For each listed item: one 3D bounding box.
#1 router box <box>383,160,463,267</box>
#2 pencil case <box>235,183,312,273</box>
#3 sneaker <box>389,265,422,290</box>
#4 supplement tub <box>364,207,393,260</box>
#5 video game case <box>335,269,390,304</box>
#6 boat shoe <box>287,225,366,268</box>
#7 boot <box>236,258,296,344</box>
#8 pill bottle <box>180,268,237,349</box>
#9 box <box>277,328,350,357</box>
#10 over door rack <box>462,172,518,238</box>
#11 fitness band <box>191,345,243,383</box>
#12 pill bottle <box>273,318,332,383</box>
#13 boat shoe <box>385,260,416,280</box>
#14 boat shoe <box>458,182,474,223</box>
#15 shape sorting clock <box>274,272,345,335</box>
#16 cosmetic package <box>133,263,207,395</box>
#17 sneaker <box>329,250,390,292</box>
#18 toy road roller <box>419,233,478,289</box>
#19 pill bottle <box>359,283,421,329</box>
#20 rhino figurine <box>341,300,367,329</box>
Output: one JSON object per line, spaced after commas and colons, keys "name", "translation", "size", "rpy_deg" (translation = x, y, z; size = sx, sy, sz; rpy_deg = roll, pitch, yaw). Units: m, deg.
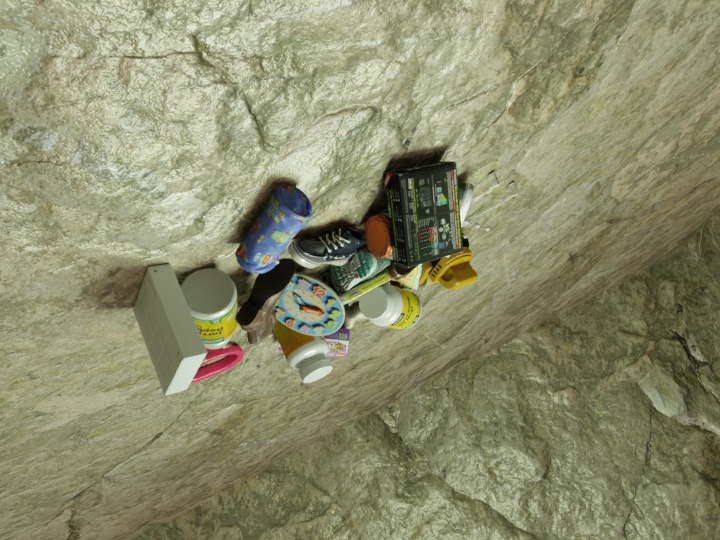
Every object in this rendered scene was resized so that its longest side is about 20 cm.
{"name": "router box", "translation": [0.135, -0.120, 1.236], "size": [0.150, 0.201, 0.062], "rpy_deg": [-15, -162, -27]}
{"name": "pencil case", "translation": [-0.163, -0.073, 1.118], "size": [0.087, 0.078, 0.200], "rpy_deg": [22, 133, -24]}
{"name": "sneaker", "translation": [0.117, -0.008, 1.586], "size": [0.090, 0.078, 0.200], "rpy_deg": [-3, 142, -2]}
{"name": "supplement tub", "translation": [0.116, -0.092, 1.344], "size": [0.200, 0.123, 0.123], "rpy_deg": [-13, 153, -31]}
{"name": "video game case", "translation": [-0.011, 0.046, 1.503], "size": [0.180, 0.026, 0.200], "rpy_deg": [-28, -176, -2]}
{"name": "boat shoe", "translation": [-0.068, -0.060, 1.273], "size": [0.093, 0.075, 0.200], "rpy_deg": [-41, 163, 25]}
{"name": "boot", "translation": [-0.205, 0.075, 1.330], "size": [0.187, 0.064, 0.200], "rpy_deg": [-50, 168, -15]}
{"name": "pill bottle", "translation": [-0.316, 0.090, 1.239], "size": [0.113, 0.113, 0.200], "rpy_deg": [-20, 156, -21]}
{"name": "box", "translation": [-0.132, 0.195, 1.640], "size": [0.199, 0.039, 0.137], "rpy_deg": [6, 151, -2]}
{"name": "over door rack", "translation": [0.308, -0.153, 1.508], "size": [0.200, 0.067, 0.148], "rpy_deg": [-40, 155, 25]}
{"name": "fitness band", "translation": [-0.410, 0.247, 1.562], "size": [0.200, 0.037, 0.144], "rpy_deg": [-18, 158, -21]}
{"name": "pill bottle", "translation": [-0.150, 0.181, 1.503], "size": [0.111, 0.200, 0.111], "rpy_deg": [-24, 156, -11]}
{"name": "boat shoe", "translation": [0.130, -0.049, 1.441], "size": [0.070, 0.070, 0.200], "rpy_deg": [-23, -160, 44]}
{"name": "boat shoe", "translation": [0.219, -0.125, 1.418], "size": [0.056, 0.069, 0.200], "rpy_deg": [14, 122, -1]}
{"name": "shape sorting clock", "translation": [-0.133, 0.084, 1.380], "size": [0.200, 0.200, 0.039], "rpy_deg": [-49, -168, 39]}
{"name": "cosmetic package", "translation": [-0.366, 0.112, 1.115], "size": [0.052, 0.200, 0.151], "rpy_deg": [-12, 152, -37]}
{"name": "sneaker", "translation": [0.000, 0.000, 1.414], "size": [0.091, 0.078, 0.200], "rpy_deg": [-13, 176, -36]}
{"name": "toy road roller", "translation": [0.241, 0.001, 1.648], "size": [0.123, 0.146, 0.200], "rpy_deg": [-15, 153, -29]}
{"name": "pill bottle", "translation": [0.079, 0.097, 1.576], "size": [0.112, 0.113, 0.200], "rpy_deg": [-37, 157, 19]}
{"name": "rhino figurine", "translation": [-0.035, 0.121, 1.656], "size": [0.200, 0.088, 0.060], "rpy_deg": [-26, 156, -7]}
